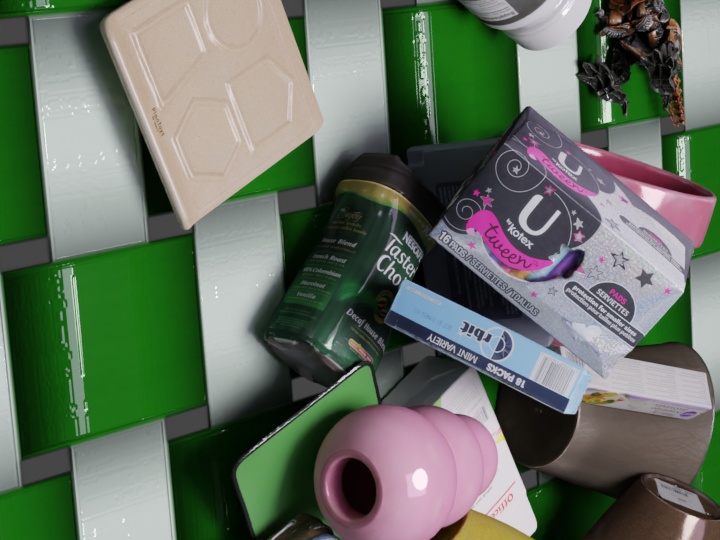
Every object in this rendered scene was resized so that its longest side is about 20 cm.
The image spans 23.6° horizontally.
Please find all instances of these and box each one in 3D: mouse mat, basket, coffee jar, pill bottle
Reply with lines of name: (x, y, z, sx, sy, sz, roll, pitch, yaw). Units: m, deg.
mouse mat: (-0.035, 0.187, 1.500, 0.160, 0.008, 0.201, -36, 139, -24)
basket: (0.246, 0.150, 1.757, 0.199, 0.135, 0.182, 11, 98, -42)
coffee jar: (0.000, 0.000, 1.519, 0.104, 0.085, 0.201, 44, 64, -42)
pill bottle: (0.126, -0.296, 1.596, 0.199, 0.113, 0.115, 34, 71, -42)

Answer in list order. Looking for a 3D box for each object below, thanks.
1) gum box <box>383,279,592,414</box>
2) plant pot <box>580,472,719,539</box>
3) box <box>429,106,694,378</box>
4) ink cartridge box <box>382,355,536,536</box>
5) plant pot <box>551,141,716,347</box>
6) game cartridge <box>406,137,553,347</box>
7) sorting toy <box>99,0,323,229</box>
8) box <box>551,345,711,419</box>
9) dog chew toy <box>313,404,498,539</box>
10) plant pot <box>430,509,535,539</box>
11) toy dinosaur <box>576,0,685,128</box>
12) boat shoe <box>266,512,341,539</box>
gum box: (0.117, 0.069, 1.508, 0.045, 0.169, 0.200, -64, 169, -1)
plant pot: (0.283, 0.313, 1.728, 0.186, 0.186, 0.202, 7, 110, -45)
box: (0.179, -0.028, 1.502, 0.199, 0.115, 0.132, 38, 24, -1)
ink cartridge box: (0.086, 0.198, 1.641, 0.117, 0.067, 0.201, -42, 121, -33)
plant pot: (0.227, -0.019, 1.689, 0.199, 0.199, 0.181, 6, 106, -45)
game cartridge: (0.121, -0.024, 1.610, 0.041, 0.132, 0.202, -44, 128, -64)
sorting toy: (-0.122, -0.160, 1.420, 0.200, 0.036, 0.187, -42, 123, -39)
box: (0.256, 0.110, 1.669, 0.198, 0.039, 0.042, 10, 63, -34)
dog chew toy: (0.049, 0.171, 1.485, 0.199, 0.123, 0.126, -8, 100, -54)
plant pot: (0.095, 0.296, 1.530, 0.200, 0.199, 0.142, -43, 101, -34)
toy dinosaur: (0.305, -0.238, 1.807, 0.200, 0.102, 0.136, 43, 46, -16)
boat shoe: (-0.098, 0.285, 1.453, 0.199, 0.072, 0.072, -37, 134, -7)
